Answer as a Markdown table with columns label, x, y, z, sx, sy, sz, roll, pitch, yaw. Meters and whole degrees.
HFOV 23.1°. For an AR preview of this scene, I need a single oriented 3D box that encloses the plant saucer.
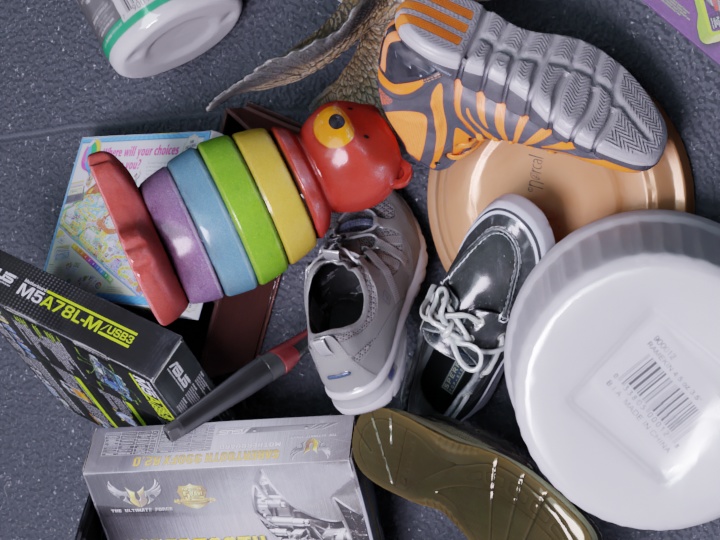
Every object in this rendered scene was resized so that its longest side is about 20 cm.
| label | x | y | z | sx | sy | sz | roll | pitch | yaw |
| --- | --- | --- | --- | --- | --- | --- | --- | --- | --- |
| plant saucer | 0.133 | -0.048 | 1.228 | 0.199 | 0.032 | 0.202 | 4 | 97 | 30 |

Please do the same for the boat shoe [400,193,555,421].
| label | x | y | z | sx | sy | sz | roll | pitch | yaw |
| --- | --- | --- | --- | --- | --- | --- | --- | --- | --- |
| boat shoe | 0.073 | 0.037 | 1.220 | 0.074 | 0.068 | 0.200 | 39 | 132 | 16 |

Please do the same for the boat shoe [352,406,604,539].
| label | x | y | z | sx | sy | sz | roll | pitch | yaw |
| --- | --- | --- | --- | --- | --- | --- | --- | --- | --- |
| boat shoe | 0.086 | 0.142 | 1.181 | 0.200 | 0.066 | 0.072 | 25 | 113 | 34 |

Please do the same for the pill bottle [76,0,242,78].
| label | x | y | z | sx | sy | sz | roll | pitch | yaw |
| --- | --- | --- | --- | --- | --- | --- | --- | --- | --- |
| pill bottle | -0.182 | -0.259 | 1.343 | 0.113 | 0.113 | 0.201 | -34 | 78 | 29 |

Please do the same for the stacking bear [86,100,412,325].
| label | x | y | z | sx | sy | sz | roll | pitch | yaw |
| --- | --- | --- | --- | --- | --- | --- | --- | --- | --- |
| stacking bear | -0.066 | -0.051 | 1.199 | 0.199 | 0.114 | 0.122 | -25 | 54 | -5 |

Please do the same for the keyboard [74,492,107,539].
| label | x | y | z | sx | sy | sz | roll | pitch | yaw |
| --- | --- | --- | --- | --- | --- | --- | --- | --- | --- |
| keyboard | -0.202 | 0.218 | 1.337 | 0.020 | 0.200 | 0.128 | -1 | 105 | 0 |

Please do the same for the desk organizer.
| label | x | y | z | sx | sy | sz | roll | pitch | yaw |
| --- | --- | --- | --- | --- | --- | --- | --- | --- | --- |
| desk organizer | -0.104 | -0.022 | 1.346 | 0.071 | 0.077 | 0.201 | 24 | 108 | 26 |

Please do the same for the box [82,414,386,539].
| label | x | y | z | sx | sy | sz | roll | pitch | yaw |
| --- | --- | --- | --- | --- | --- | --- | --- | --- | --- |
| box | -0.087 | 0.181 | 1.298 | 0.199 | 0.048 | 0.159 | -4 | 131 | 10 |

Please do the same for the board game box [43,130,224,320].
| label | x | y | z | sx | sy | sz | roll | pitch | yaw |
| --- | --- | --- | --- | --- | --- | --- | --- | --- | --- |
| board game box | -0.170 | -0.036 | 1.341 | 0.200 | 0.034 | 0.135 | 4 | 76 | 53 |

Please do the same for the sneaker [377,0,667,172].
| label | x | y | z | sx | sy | sz | roll | pitch | yaw |
| --- | --- | --- | --- | --- | --- | --- | --- | --- | --- |
| sneaker | 0.103 | -0.106 | 1.184 | 0.199 | 0.078 | 0.112 | 29 | 143 | 4 |

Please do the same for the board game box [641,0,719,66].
| label | x | y | z | sx | sy | sz | roll | pitch | yaw |
| --- | --- | --- | --- | --- | --- | --- | --- | --- | --- |
| board game box | 0.239 | -0.209 | 1.146 | 0.200 | 0.032 | 0.120 | 44 | 120 | 18 |

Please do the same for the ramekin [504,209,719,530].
| label | x | y | z | sx | sy | sz | roll | pitch | yaw |
| --- | --- | --- | --- | --- | --- | --- | --- | --- | --- |
| ramekin | 0.189 | 0.068 | 1.129 | 0.199 | 0.098 | 0.202 | 2 | 103 | 8 |

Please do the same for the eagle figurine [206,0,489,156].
| label | x | y | z | sx | sy | sz | roll | pitch | yaw |
| --- | --- | --- | --- | --- | --- | --- | --- | --- | --- |
| eagle figurine | 0.002 | -0.170 | 1.238 | 0.151 | 0.151 | 0.201 | 26 | 98 | 2 |

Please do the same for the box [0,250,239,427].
| label | x | y | z | sx | sy | sz | roll | pitch | yaw |
| --- | --- | --- | --- | --- | --- | --- | --- | --- | --- |
| box | -0.187 | 0.079 | 1.351 | 0.192 | 0.200 | 0.048 | 20 | 66 | 28 |

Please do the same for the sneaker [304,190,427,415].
| label | x | y | z | sx | sy | sz | roll | pitch | yaw |
| --- | --- | --- | --- | --- | --- | --- | --- | --- | --- |
| sneaker | 0.000 | 0.000 | 1.237 | 0.074 | 0.082 | 0.201 | -17 | 44 | 18 |

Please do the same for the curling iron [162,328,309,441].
| label | x | y | z | sx | sy | sz | roll | pitch | yaw |
| --- | --- | --- | --- | --- | --- | --- | --- | --- | --- |
| curling iron | -0.067 | 0.059 | 1.291 | 0.050 | 0.200 | 0.026 | 48 | 160 | 2 |
